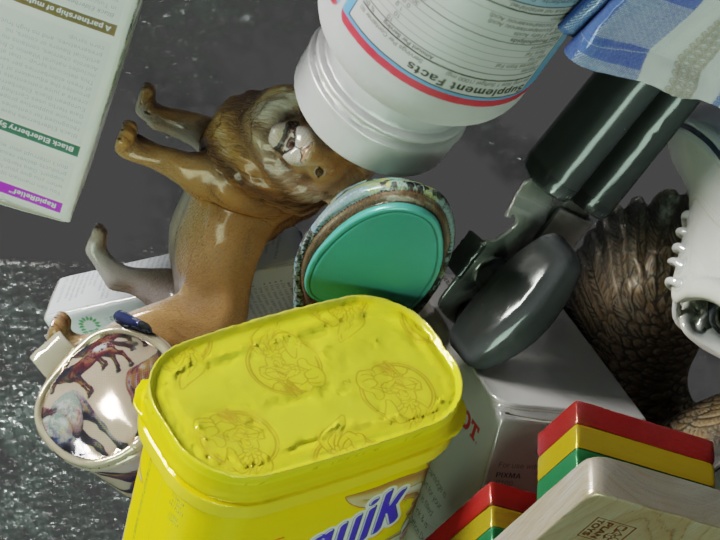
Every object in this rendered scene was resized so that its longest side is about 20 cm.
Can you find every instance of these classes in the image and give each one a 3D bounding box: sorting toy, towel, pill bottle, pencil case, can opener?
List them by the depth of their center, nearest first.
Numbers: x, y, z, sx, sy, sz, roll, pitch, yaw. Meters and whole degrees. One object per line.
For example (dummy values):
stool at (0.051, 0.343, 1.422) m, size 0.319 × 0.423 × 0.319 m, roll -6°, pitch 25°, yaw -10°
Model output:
towel at (0.199, -0.114, 1.100) m, size 0.199 × 0.024 × 0.147 m, roll 16°, pitch 133°, yaw -37°
pill bottle at (0.048, -0.135, 1.117) m, size 0.108 × 0.109 × 0.200 m, roll 26°, pitch 133°, yaw -11°
sorting toy at (0.137, 0.136, 1.130) m, size 0.198 × 0.070 × 0.200 m, roll 17°, pitch 142°, yaw -20°
can opener at (0.109, -0.040, 1.178) m, size 0.053 × 0.066 × 0.200 m, roll 21°, pitch 110°, yaw -44°
pencil case at (-0.085, 0.095, 1.286) m, size 0.078 × 0.090 × 0.200 m, roll -39°, pitch 144°, yaw 4°

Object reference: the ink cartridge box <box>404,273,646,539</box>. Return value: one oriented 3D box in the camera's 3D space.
ink cartridge box at (0.058, 0.122, 1.267) m, size 0.082 × 0.147 × 0.201 m, roll 5°, pitch 116°, yaw -21°

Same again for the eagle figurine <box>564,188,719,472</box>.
eagle figurine at (0.153, 0.075, 1.276) m, size 0.151 × 0.151 × 0.200 m, roll 26°, pitch 153°, yaw 26°

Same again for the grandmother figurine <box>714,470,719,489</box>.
grandmother figurine at (0.285, 0.124, 1.338) m, size 0.199 × 0.061 × 0.122 m, roll 5°, pitch 95°, yaw 14°

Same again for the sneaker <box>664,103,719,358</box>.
sneaker at (0.168, -0.005, 1.145) m, size 0.071 × 0.200 × 0.073 m, roll -25°, pitch 127°, yaw 1°

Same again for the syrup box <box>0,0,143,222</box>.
syrup box at (-0.144, -0.125, 1.193) m, size 0.081 × 0.079 × 0.200 m, roll 20°, pitch 134°, yaw -6°

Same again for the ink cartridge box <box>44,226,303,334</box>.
ink cartridge box at (-0.041, 0.067, 1.373) m, size 0.199 × 0.041 × 0.200 m, roll -10°, pitch 129°, yaw 21°

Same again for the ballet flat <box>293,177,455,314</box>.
ballet flat at (0.000, 0.000, 1.220) m, size 0.074 × 0.074 × 0.200 m, roll 18°, pitch 143°, yaw -4°

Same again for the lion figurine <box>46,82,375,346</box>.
lion figurine at (-0.073, -0.015, 1.267) m, size 0.122 × 0.073 × 0.201 m, roll 22°, pitch 121°, yaw -2°

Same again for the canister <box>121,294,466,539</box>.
canister at (-0.043, 0.119, 1.198) m, size 0.148 × 0.087 × 0.201 m, roll -16°, pitch 142°, yaw -29°
